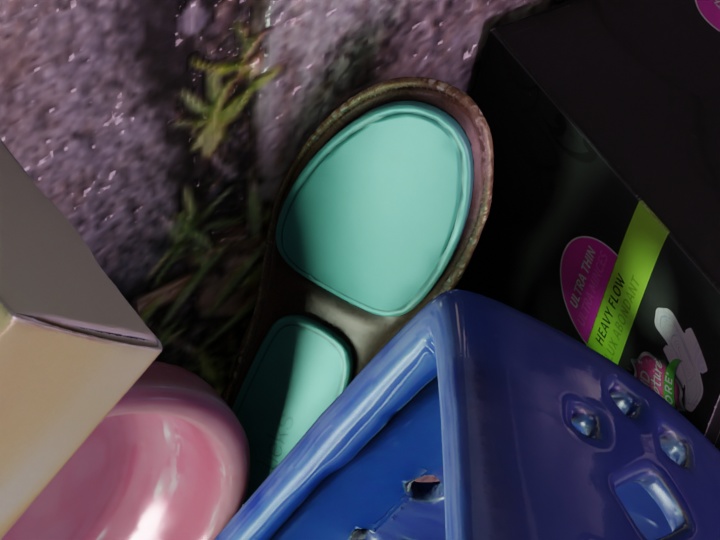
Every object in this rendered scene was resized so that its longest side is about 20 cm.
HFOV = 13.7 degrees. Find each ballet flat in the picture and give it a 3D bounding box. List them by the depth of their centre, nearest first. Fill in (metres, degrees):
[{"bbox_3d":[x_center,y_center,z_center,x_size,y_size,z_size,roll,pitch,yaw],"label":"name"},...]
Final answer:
[{"bbox_3d":[0.000,0.000,1.031,0.065,0.070,0.200,-50,172,-50],"label":"ballet flat"}]

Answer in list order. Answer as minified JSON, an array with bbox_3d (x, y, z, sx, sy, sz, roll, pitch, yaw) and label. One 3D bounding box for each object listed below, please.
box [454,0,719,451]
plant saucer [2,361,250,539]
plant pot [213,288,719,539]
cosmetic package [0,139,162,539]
[{"bbox_3d":[0.116,0.009,1.077,0.124,0.149,0.200,-23,148,-27],"label":"box"},{"bbox_3d":[-0.131,0.096,1.003,0.200,0.051,0.201,-29,150,-19],"label":"plant saucer"},{"bbox_3d":[0.059,0.156,0.969,0.179,0.201,0.200,18,137,-23],"label":"plant pot"},{"bbox_3d":[-0.161,0.055,0.851,0.200,0.105,0.071,-50,151,15],"label":"cosmetic package"}]
